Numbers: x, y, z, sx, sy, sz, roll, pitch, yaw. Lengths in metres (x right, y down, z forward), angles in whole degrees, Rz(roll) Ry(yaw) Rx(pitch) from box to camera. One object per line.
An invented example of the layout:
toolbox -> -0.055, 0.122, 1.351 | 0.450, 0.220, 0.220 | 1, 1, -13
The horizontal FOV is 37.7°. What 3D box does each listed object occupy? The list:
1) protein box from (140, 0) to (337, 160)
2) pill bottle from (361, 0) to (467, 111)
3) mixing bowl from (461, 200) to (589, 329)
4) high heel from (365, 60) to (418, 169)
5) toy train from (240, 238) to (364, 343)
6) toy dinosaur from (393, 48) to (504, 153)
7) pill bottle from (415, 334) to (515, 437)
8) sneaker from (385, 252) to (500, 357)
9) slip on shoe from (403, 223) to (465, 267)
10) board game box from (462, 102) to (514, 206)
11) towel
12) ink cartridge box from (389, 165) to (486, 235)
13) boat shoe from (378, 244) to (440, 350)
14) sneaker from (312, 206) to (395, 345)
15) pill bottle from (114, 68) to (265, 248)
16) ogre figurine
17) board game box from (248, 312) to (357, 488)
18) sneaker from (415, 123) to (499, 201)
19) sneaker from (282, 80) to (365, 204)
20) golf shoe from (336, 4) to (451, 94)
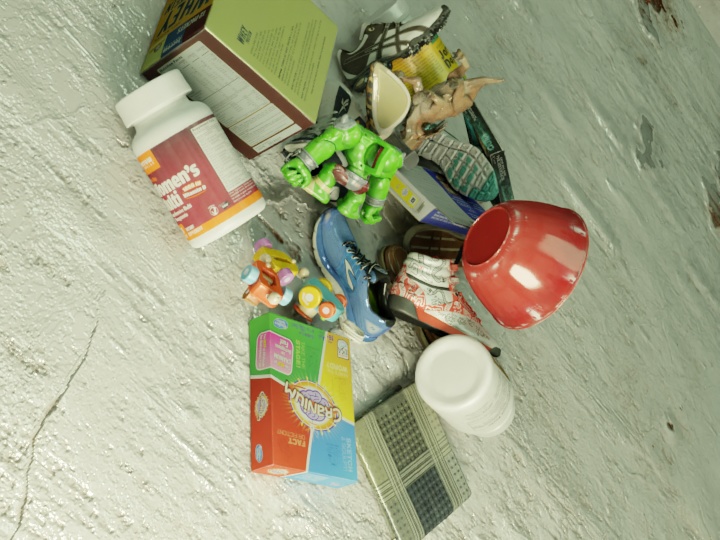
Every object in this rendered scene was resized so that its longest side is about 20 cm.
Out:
protein box -> -0.159, -0.301, 1.428 | 0.200, 0.135, 0.199 | 38, 46, -33
pill bottle -> 0.092, -0.357, 1.784 | 0.200, 0.113, 0.113 | 52, 39, -17
mixing bowl -> 0.220, -0.027, 1.527 | 0.108, 0.200, 0.200 | 30, 49, -27
high heel -> 0.019, -0.258, 1.610 | 0.143, 0.071, 0.200 | 47, -15, 44
toy train -> -0.090, 0.037, 1.366 | 0.200, 0.056, 0.150 | 33, 20, -35
toy dinosaur -> 0.135, -0.268, 1.690 | 0.136, 0.200, 0.086 | 60, 13, -51
pill bottle -> 0.162, 0.177, 1.543 | 0.200, 0.114, 0.115 | 47, 35, -59
sneaker -> 0.139, 0.047, 1.553 | 0.201, 0.067, 0.108 | 26, 76, -19
slip on shoe -> 0.136, -0.046, 1.719 | 0.200, 0.076, 0.061 | 3, 28, -42
board game box -> 0.223, -0.178, 1.806 | 0.200, 0.028, 0.135 | 67, 0, -50
towel -> 0.066, 0.270, 1.487 | 0.192, 0.035, 0.200 | -25, 93, -50
ink cartridge box -> 0.137, -0.099, 1.680 | 0.198, 0.047, 0.200 | 14, 29, -48
boat shoe -> 0.103, 0.041, 1.618 | 0.200, 0.068, 0.072 | 59, 39, -8
sneaker -> 0.000, 0.000, 1.497 | 0.079, 0.089, 0.200 | -18, 86, -54
pill bottle -> -0.211, -0.138, 1.296 | 0.200, 0.109, 0.110 | 59, 37, -9
ogre figurine -> -0.011, -0.140, 1.456 | 0.200, 0.120, 0.098 | 32, 12, -30
board game box -> -0.073, 0.169, 1.355 | 0.153, 0.040, 0.200 | 21, 55, -43
sneaker -> 0.168, -0.182, 1.763 | 0.200, 0.078, 0.091 | 47, 16, 30
sneaker -> -0.058, -0.199, 1.541 | 0.130, 0.079, 0.199 | 18, 68, -55
golf shoe -> 0.050, -0.373, 1.683 | 0.095, 0.200, 0.078 | 53, 8, 1
